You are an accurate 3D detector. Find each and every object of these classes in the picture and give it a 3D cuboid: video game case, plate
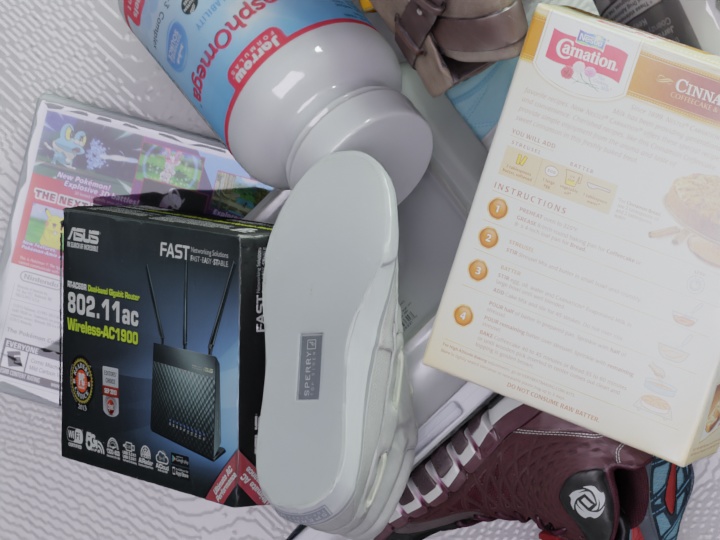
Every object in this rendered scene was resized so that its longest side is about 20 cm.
[{"bbox_3d":[0.030,0.100,1.693,0.200,0.143,0.018,-43,89,9],"label":"video game case"},{"bbox_3d":[0.000,0.000,1.662,0.200,0.032,0.200,-44,52,9],"label":"plate"},{"bbox_3d":[-0.118,0.007,1.762,0.199,0.023,0.183,15,98,6],"label":"video game case"}]

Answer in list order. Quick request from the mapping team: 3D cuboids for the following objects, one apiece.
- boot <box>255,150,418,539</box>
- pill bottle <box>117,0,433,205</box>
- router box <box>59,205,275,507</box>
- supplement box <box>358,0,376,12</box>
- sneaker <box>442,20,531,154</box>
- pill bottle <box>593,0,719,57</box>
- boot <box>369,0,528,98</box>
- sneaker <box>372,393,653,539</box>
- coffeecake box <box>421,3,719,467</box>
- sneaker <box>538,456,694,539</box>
[{"bbox_3d":[-0.007,0.043,1.569,0.073,0.096,0.201,4,76,24],"label":"boot"},{"bbox_3d":[-0.046,-0.117,1.653,0.109,0.109,0.200,-46,55,9],"label":"pill bottle"},{"bbox_3d":[-0.097,0.044,1.659,0.062,0.200,0.151,-3,97,-36],"label":"router box"},{"bbox_3d":[0.030,-0.263,1.689,0.126,0.074,0.201,-19,93,8],"label":"supplement box"},{"bbox_3d":[0.062,-0.066,1.721,0.200,0.074,0.082,-42,49,19],"label":"sneaker"},{"bbox_3d":[0.211,-0.097,1.597,0.113,0.114,0.201,-24,83,8],"label":"pill bottle"},{"bbox_3d":[0.018,-0.164,1.587,0.070,0.200,0.147,-29,98,-18],"label":"boot"},{"bbox_3d":[0.089,0.136,1.654,0.116,0.076,0.200,49,130,4],"label":"sneaker"},{"bbox_3d":[0.140,-0.021,1.529,0.153,0.073,0.201,21,101,19],"label":"coffeecake box"},{"bbox_3d":[0.150,0.109,1.706,0.079,0.095,0.201,14,112,32],"label":"sneaker"}]
